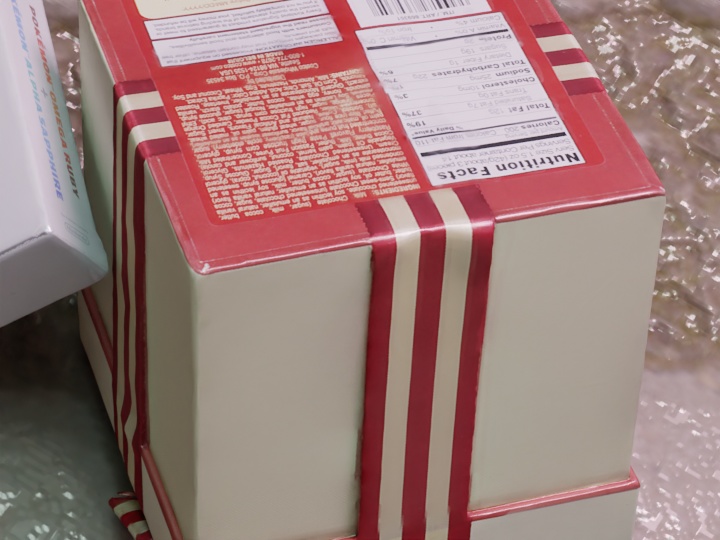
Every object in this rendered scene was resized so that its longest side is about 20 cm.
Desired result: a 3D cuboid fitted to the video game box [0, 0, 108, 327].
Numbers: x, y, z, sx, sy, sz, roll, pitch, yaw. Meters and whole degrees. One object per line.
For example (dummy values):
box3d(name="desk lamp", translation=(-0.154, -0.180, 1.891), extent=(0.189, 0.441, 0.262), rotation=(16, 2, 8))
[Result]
box3d(name="video game box", translation=(-0.198, -0.041, 1.046), extent=(0.200, 0.047, 0.183), rotation=(-25, 58, 15))

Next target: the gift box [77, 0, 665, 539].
box3d(name="gift box", translation=(0.000, 0.000, 1.033), extent=(0.184, 0.187, 0.200), rotation=(-6, 40, -11))
